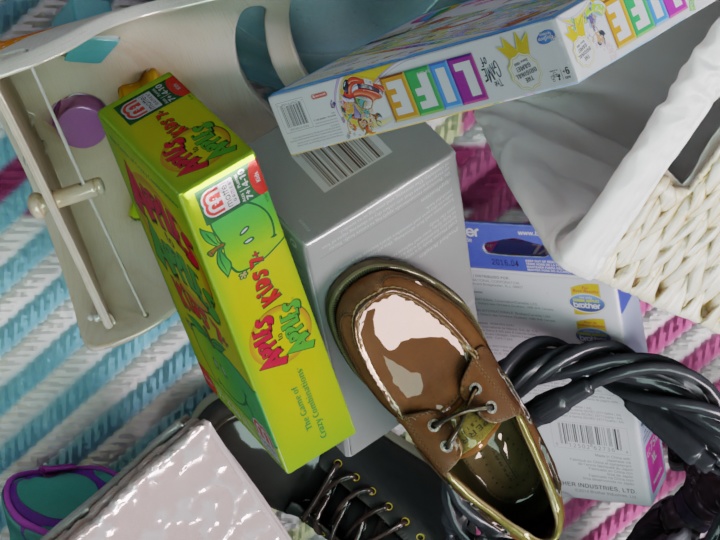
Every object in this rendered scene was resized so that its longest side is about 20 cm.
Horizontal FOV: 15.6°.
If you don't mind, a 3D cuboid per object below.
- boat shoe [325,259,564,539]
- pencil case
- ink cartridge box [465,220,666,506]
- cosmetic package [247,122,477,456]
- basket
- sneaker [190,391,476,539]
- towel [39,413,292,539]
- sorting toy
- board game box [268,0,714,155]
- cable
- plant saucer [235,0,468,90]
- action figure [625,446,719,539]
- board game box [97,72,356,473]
[{"bbox_3d":[0.056,0.073,1.433,0.072,0.068,0.200,-40,123,3],"label":"boat shoe"},{"bbox_3d":[-0.169,0.214,1.619,0.085,0.093,0.201,-4,120,-4],"label":"pencil case"},{"bbox_3d":[0.112,0.048,1.573,0.119,0.042,0.201,4,127,26],"label":"ink cartridge box"},{"bbox_3d":[0.000,0.000,1.480,0.107,0.090,0.200,-32,146,-19],"label":"cosmetic package"},{"bbox_3d":[0.193,-0.094,1.443,0.160,0.200,0.199,25,111,-23],"label":"basket"},{"bbox_3d":[-0.008,0.137,1.594,0.199,0.106,0.075,23,114,-21],"label":"sneaker"},{"bbox_3d":[-0.129,0.207,1.560,0.200,0.032,0.191,-41,129,-14],"label":"towel"},{"bbox_3d":[-0.107,-0.084,1.444,0.179,0.107,0.200,-20,129,1],"label":"sorting toy"},{"bbox_3d":[0.067,-0.114,1.334,0.200,0.134,0.034,-11,105,45],"label":"board game box"},{"bbox_3d":[0.147,0.118,1.537,0.199,0.051,0.164,5,105,3],"label":"cable"},{"bbox_3d":[-0.016,-0.192,1.452,0.199,0.027,0.201,-4,119,-8],"label":"plant saucer"},{"bbox_3d":[0.198,0.158,1.628,0.069,0.130,0.200,35,113,-22],"label":"action figure"},{"bbox_3d":[-0.070,0.003,1.406,0.048,0.102,0.200,-30,129,-13],"label":"board game box"}]
